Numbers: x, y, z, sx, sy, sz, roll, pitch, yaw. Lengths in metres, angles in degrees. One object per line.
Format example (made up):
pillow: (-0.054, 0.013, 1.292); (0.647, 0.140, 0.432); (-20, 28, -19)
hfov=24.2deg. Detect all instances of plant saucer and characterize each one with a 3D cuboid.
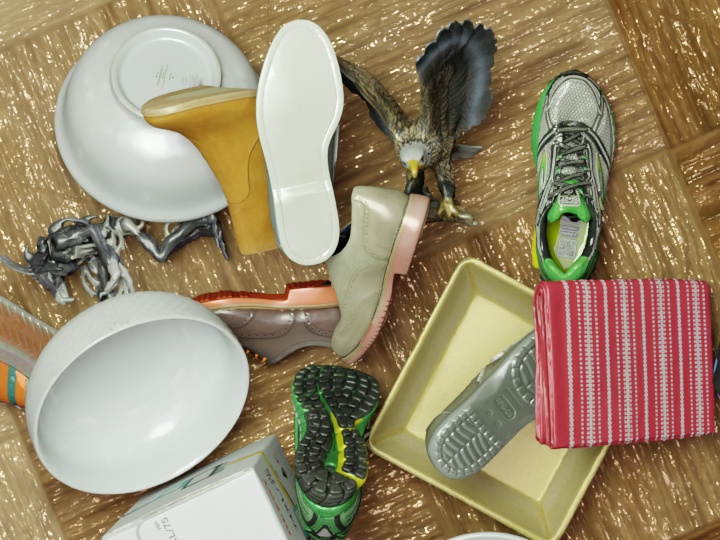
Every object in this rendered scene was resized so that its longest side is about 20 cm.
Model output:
plant saucer: (0.135, 0.118, 1.537); (0.199, 0.048, 0.201); (28, 93, 1)

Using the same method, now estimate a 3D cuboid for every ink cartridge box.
ink cartridge box: (-0.118, 0.251, 1.478); (0.145, 0.200, 0.147); (-25, 92, 3)

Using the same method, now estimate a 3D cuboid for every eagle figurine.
eagle figurine: (0.045, -0.129, 1.445); (0.151, 0.151, 0.201); (-23, 115, -21)

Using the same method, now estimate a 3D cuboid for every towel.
towel: (0.233, 0.080, 1.476); (0.199, 0.022, 0.146); (0, 87, -33)

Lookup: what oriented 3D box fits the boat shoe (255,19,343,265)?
boat shoe: (-0.052, -0.107, 1.393); (0.072, 0.062, 0.201); (-5, 102, -10)

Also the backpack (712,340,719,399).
backpack: (0.413, 0.057, 1.457); (0.146, 0.183, 0.201); (19, 103, -19)

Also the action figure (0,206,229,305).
action figure: (-0.221, -0.008, 1.517); (0.199, 0.119, 0.103); (-16, 84, -3)

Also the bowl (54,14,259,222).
bowl: (-0.172, -0.151, 1.478); (0.200, 0.090, 0.202); (2, 66, -5)

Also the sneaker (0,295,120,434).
sneaker: (-0.306, 0.095, 1.553); (0.200, 0.072, 0.080); (38, 133, -13)

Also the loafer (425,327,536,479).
loafer: (0.130, 0.102, 1.478); (0.200, 0.070, 0.075); (-35, 106, -13)

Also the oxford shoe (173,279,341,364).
oxford shoe: (-0.102, 0.054, 1.536); (0.199, 0.071, 0.073); (-6, 97, 3)

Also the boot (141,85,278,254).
boot: (-0.103, -0.084, 1.410); (0.071, 0.201, 0.145); (7, 104, 36)

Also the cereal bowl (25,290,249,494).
cereal bowl: (-0.204, 0.096, 1.476); (0.200, 0.200, 0.083); (-42, 47, 4)

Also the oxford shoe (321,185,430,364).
oxford shoe: (0.000, 0.000, 1.456); (0.073, 0.071, 0.201); (19, 130, -2)

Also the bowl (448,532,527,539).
bowl: (0.115, 0.329, 1.519); (0.200, 0.090, 0.202); (0, 93, 2)

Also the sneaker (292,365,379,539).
sneaker: (-0.030, 0.155, 1.477); (0.078, 0.200, 0.086); (9, 124, 1)

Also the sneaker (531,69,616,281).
sneaker: (0.194, -0.080, 1.508); (0.078, 0.085, 0.201); (0, 92, 3)
